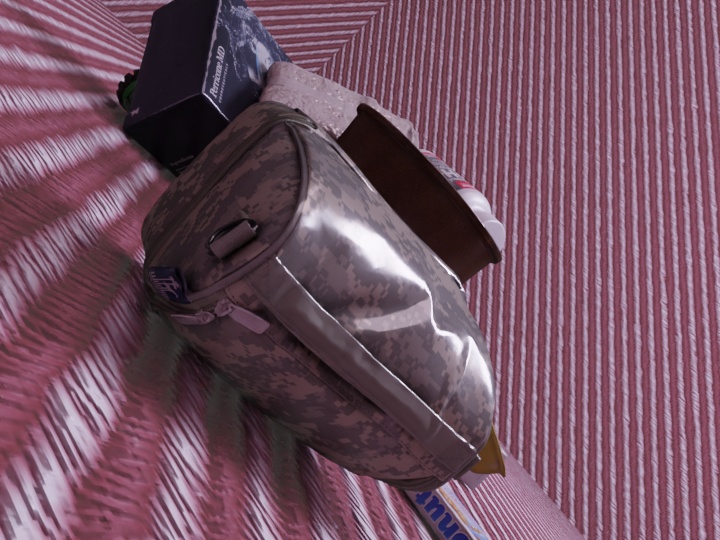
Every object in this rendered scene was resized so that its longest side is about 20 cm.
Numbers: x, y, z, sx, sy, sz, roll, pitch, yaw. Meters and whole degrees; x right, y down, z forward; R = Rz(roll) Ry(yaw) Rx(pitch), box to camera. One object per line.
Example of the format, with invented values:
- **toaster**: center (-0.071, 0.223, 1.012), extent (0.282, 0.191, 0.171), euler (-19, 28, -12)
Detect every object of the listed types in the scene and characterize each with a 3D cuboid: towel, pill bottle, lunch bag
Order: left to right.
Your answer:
- **lunch bag**: center (-0.021, 0.018, 0.417), extent (0.200, 0.139, 0.168), euler (46, 1, -30)
- **towel**: center (-0.020, -0.171, 0.850), extent (0.198, 0.035, 0.133), euler (22, 33, -13)
- **pill bottle**: center (0.122, -0.087, 1.091), extent (0.111, 0.111, 0.200), euler (45, 3, -46)

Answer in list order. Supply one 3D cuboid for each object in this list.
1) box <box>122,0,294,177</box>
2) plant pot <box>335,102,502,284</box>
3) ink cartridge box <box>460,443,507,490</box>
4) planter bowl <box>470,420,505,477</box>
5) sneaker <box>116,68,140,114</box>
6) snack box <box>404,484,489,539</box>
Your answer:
- **box**: center (-0.160, -0.199, 0.892), extent (0.200, 0.116, 0.199), euler (44, 38, -47)
- **plant pot**: center (-0.004, -0.016, 0.707), extent (0.201, 0.198, 0.200), euler (47, 1, -1)
- **ink cartridge box**: center (0.091, 0.175, 0.964), extent (0.200, 0.068, 0.115), euler (48, 1, -14)
- **planter bowl**: center (0.074, 0.132, 0.771), extent (0.200, 0.083, 0.203), euler (158, -90, -89)
- **sneaker**: center (-0.231, -0.174, 0.967), extent (0.199, 0.078, 0.086), euler (30, 22, -55)
- **snack box**: center (0.077, 0.206, 0.592), extent (0.200, 0.024, 0.072), euler (49, 1, 37)
